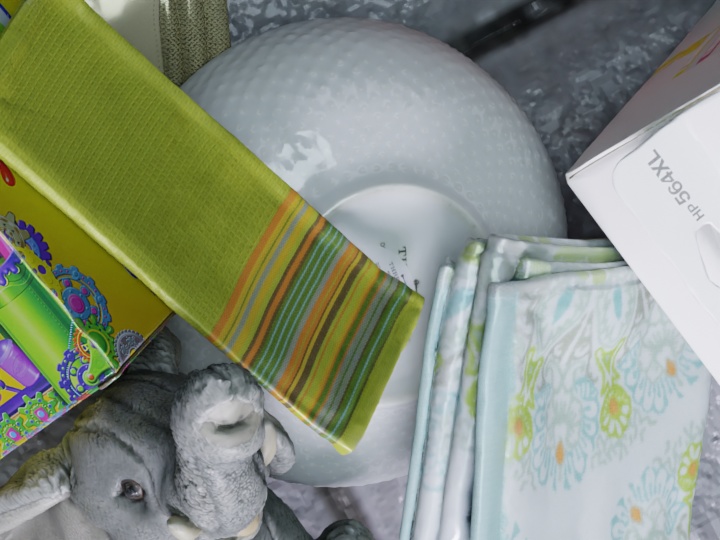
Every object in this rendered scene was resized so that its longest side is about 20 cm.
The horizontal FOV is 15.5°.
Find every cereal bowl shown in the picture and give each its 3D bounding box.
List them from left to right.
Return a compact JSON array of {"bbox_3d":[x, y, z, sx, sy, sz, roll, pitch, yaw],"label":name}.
[{"bbox_3d":[0.000,0.000,1.095,0.200,0.083,0.200,-6,107,-18],"label":"cereal bowl"}]

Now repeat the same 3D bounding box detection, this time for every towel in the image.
[{"bbox_3d":[-0.060,-0.021,0.988,0.200,0.018,0.086,42,43,-19],"label":"towel"},{"bbox_3d":[0.086,0.081,1.095,0.171,0.048,0.200,-4,104,-50],"label":"towel"}]

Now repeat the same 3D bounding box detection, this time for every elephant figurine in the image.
[{"bbox_3d":[-0.073,0.087,1.018,0.155,0.142,0.200,-13,127,16],"label":"elephant figurine"}]

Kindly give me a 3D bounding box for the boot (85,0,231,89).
[{"bbox_3d":[-0.138,-0.143,1.097,0.155,0.073,0.200,-14,98,-8],"label":"boot"}]

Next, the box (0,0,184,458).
[{"bbox_3d":[-0.192,-0.013,1.021,0.200,0.122,0.193,-34,99,33],"label":"box"}]

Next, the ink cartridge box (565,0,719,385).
[{"bbox_3d":[0.191,-0.048,1.078,0.129,0.125,0.200,51,41,-8],"label":"ink cartridge box"}]
